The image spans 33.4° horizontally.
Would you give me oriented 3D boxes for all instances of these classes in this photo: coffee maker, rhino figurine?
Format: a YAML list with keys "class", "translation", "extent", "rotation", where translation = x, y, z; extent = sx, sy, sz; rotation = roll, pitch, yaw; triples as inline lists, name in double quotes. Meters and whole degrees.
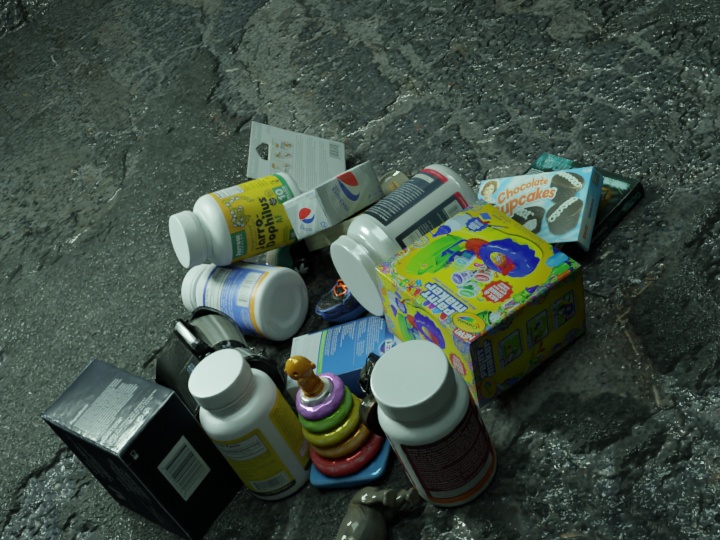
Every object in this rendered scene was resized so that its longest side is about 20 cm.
- class: "coffee maker"
  translation: [-0.210, 0.177, 1.731]
  extent: [0.200, 0.133, 0.195]
  rotation: [38, 114, 58]
- class: "rhino figurine"
  translation: [-0.005, 0.341, 1.438]
  extent: [0.087, 0.060, 0.201]
  rotation: [-18, 34, 49]

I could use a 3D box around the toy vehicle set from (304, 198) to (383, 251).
- class: "toy vehicle set"
  translation: [0.008, -0.081, 1.860]
  extent: [0.123, 0.027, 0.199]
  rotation: [-29, 6, -30]

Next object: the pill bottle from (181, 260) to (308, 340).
- class: "pill bottle"
  translation: [-0.186, 0.042, 1.880]
  extent: [0.198, 0.113, 0.113]
  rotation: [8, 50, 42]

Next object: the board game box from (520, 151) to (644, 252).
- class: "board game box"
  translation: [0.303, -0.104, 1.773]
  extent: [0.135, 0.028, 0.199]
  rotation: [-43, 37, -17]

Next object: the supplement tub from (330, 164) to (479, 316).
- class: "supplement tub"
  translation: [0.070, -0.043, 1.698]
  extent: [0.199, 0.142, 0.140]
  rotation: [-36, 36, -17]

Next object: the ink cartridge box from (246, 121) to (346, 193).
- class: "ink cartridge box"
  translation: [-0.109, -0.171, 2.038]
  extent: [0.171, 0.044, 0.201]
  rotation: [12, 33, -10]

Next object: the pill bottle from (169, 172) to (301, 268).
- class: "pill bottle"
  translation: [-0.191, -0.073, 1.861]
  extent: [0.198, 0.114, 0.113]
  rotation: [-19, 30, -24]

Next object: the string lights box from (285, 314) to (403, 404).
- class: "string lights box"
  translation: [-0.002, 0.124, 1.695]
  extent: [0.197, 0.059, 0.104]
  rotation: [-16, 39, 19]

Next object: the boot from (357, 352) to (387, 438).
- class: "boot"
  translation: [0.021, 0.157, 1.534]
  extent: [0.096, 0.199, 0.076]
  rotation: [29, 101, 22]

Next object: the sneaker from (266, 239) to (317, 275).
- class: "sneaker"
  translation: [-0.102, -0.062, 1.983]
  extent: [0.079, 0.072, 0.202]
  rotation: [-14, 46, 19]

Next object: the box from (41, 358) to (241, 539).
- class: "box"
  translation: [-0.298, 0.244, 1.645]
  extent: [0.198, 0.198, 0.118]
  rotation: [13, 54, 44]

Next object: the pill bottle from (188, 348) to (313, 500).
- class: "pill bottle"
  translation: [-0.144, 0.201, 1.585]
  extent: [0.110, 0.201, 0.112]
  rotation: [-18, 37, 15]

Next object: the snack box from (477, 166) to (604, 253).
- class: "snack box"
  translation: [0.248, -0.081, 1.727]
  extent: [0.198, 0.037, 0.118]
  rotation: [-5, 62, 44]

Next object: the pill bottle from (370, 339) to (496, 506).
- class: "pill bottle"
  translation: [0.087, 0.182, 1.433]
  extent: [0.112, 0.201, 0.115]
  rotation: [-13, 45, 13]

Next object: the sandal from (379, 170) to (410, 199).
- class: "sandal"
  translation: [0.075, -0.120, 1.932]
  extent: [0.081, 0.055, 0.201]
  rotation: [-31, 36, -1]

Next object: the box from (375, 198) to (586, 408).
- class: "box"
  translation: [0.158, 0.039, 1.578]
  extent: [0.191, 0.123, 0.200]
  rotation: [-33, 45, -21]

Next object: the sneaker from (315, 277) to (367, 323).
- class: "sneaker"
  translation: [0.000, 0.000, 1.824]
  extent: [0.200, 0.079, 0.075]
  rotation: [-45, 38, -19]

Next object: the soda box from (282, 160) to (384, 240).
- class: "soda box"
  translation: [-0.038, -0.111, 1.867]
  extent: [0.068, 0.064, 0.200]
  rotation: [-21, 6, 30]

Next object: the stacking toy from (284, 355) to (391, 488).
- class: "stacking toy"
  translation: [-0.045, 0.177, 1.542]
  extent: [0.115, 0.201, 0.111]
  rotation: [-12, 39, 25]
